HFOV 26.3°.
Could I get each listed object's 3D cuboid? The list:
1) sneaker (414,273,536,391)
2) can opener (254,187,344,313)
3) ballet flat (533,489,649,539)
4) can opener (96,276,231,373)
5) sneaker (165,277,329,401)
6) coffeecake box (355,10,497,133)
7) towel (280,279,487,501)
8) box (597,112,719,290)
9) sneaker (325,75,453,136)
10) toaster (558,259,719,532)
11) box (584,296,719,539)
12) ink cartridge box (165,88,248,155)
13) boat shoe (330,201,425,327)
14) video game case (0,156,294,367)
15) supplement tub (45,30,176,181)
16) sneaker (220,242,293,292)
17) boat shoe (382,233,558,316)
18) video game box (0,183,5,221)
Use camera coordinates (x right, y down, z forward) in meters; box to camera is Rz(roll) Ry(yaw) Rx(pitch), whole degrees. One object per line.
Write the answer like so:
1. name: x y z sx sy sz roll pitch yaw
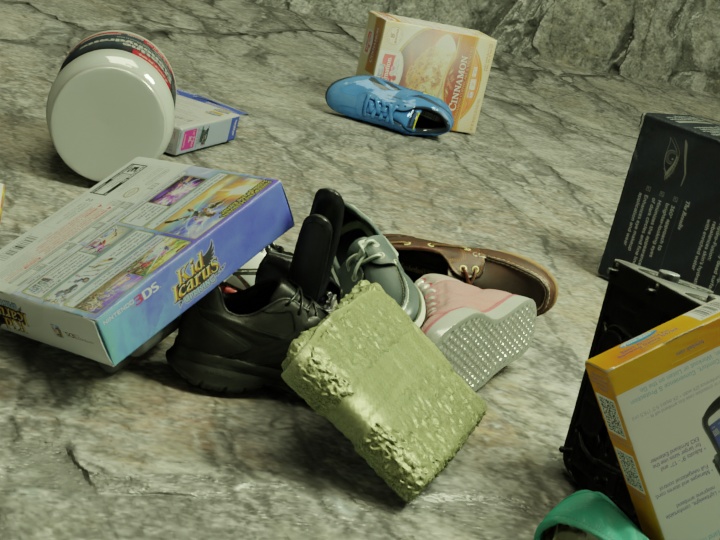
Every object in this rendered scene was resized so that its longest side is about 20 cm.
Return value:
1. sneaker: 0.071 0.053 1.349 0.104 0.076 0.200 15 16 27
2. can opener: -0.044 0.003 1.251 0.078 0.064 0.200 15 -27 -4
3. ballet flat: 0.179 0.208 0.965 0.070 0.068 0.200 -23 33 -25
4. can opener: -0.163 0.017 1.243 0.067 0.053 0.200 56 24 -4
5. sneaker: -0.049 0.053 1.210 0.198 0.092 0.076 8 16 -23
6. coffeecake box: 0.097 -0.310 2.418 0.198 0.155 0.073 6 17 -25
7. towel: 0.021 0.087 1.150 0.148 0.036 0.200 46 22 1
8. box: 0.404 -0.057 1.765 0.199 0.199 0.117 26 19 35
9. sneaker: 0.046 -0.246 2.325 0.198 0.067 0.079 12 20 -9
10. toaster: 0.238 0.107 1.128 0.117 0.202 0.181 12 8 -16
11. box: 0.234 0.129 1.014 0.118 0.202 0.041 -23 15 -12
12. ink cartridge box: -0.234 -0.190 1.948 0.118 0.042 0.200 19 20 16
13. boat shoe: 0.000 0.000 1.335 0.072 0.062 0.200 -30 30 2
14. video game case: -0.180 -0.013 1.191 0.180 0.046 0.200 11 40 43
15. supplement tub: -0.274 -0.182 1.708 0.139 0.142 0.200 11 16 -10
16. sneaker: -0.112 -0.017 1.376 0.198 0.099 0.071 11 14 -15
17. boat shoe: 0.092 0.010 1.513 0.198 0.071 0.070 10 7 17
18. video game box: -0.239 0.059 0.865 0.046 0.184 0.200 13 16 -15
